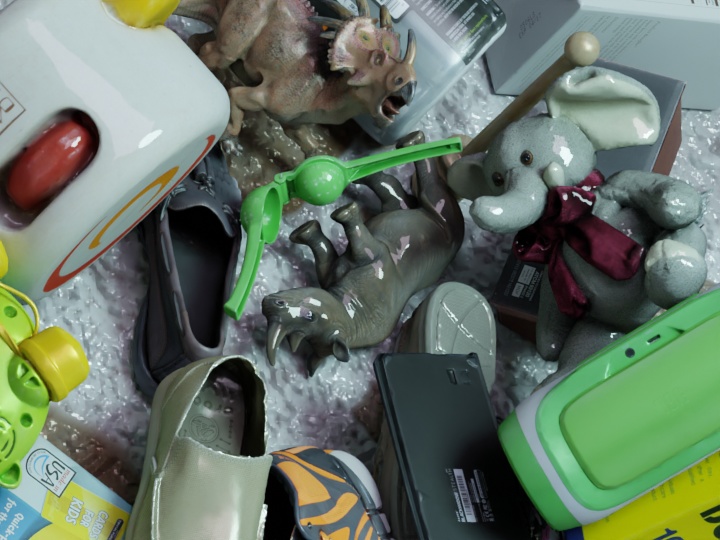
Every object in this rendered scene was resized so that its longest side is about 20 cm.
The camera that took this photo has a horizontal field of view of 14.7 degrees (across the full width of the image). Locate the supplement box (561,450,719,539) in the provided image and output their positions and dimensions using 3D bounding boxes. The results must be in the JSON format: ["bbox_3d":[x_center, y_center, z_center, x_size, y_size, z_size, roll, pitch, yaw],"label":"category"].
[{"bbox_3d":[0.230,0.133,1.700,0.109,0.199,0.110,52,19,-37],"label":"supplement box"}]

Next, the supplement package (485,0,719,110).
[{"bbox_3d":[0.193,-0.198,1.975,0.199,0.121,0.120,3,61,-31],"label":"supplement package"}]

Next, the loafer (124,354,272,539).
[{"bbox_3d":[-0.089,0.128,1.580,0.075,0.068,0.201,14,51,-21],"label":"loafer"}]

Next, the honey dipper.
[{"bbox_3d":[0.098,-0.099,1.806,0.038,0.200,0.038,16,56,-25],"label":"honey dipper"}]

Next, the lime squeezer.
[{"bbox_3d":[-0.029,-0.043,1.730,0.200,0.071,0.038,-36,121,-27],"label":"lime squeezer"}]

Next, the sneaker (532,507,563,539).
[{"bbox_3d":[0.117,0.197,1.739,0.086,0.080,0.201,28,44,-47],"label":"sneaker"}]

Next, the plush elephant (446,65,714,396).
[{"bbox_3d":[0.133,-0.034,1.750,0.155,0.165,0.200,36,40,-4],"label":"plush elephant"}]

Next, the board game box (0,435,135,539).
[{"bbox_3d":[-0.149,0.211,1.570,0.200,0.047,0.151,38,50,-7],"label":"board game box"}]

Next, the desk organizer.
[{"bbox_3d":[0.157,-0.036,1.884,0.071,0.077,0.201,16,65,15],"label":"desk organizer"}]

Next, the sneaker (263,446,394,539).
[{"bbox_3d":[-0.013,0.192,1.627,0.112,0.078,0.200,8,44,-58],"label":"sneaker"}]

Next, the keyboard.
[{"bbox_3d":[0.066,0.144,1.684,0.104,0.040,0.201,3,58,-30],"label":"keyboard"}]

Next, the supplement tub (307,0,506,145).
[{"bbox_3d":[-0.011,-0.191,1.844,0.200,0.123,0.123,44,49,-1],"label":"supplement tub"}]

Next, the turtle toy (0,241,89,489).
[{"bbox_3d":[-0.253,0.045,1.566,0.146,0.101,0.200,-36,82,-17],"label":"turtle toy"}]

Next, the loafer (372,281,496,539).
[{"bbox_3d":[0.043,0.106,1.747,0.072,0.063,0.201,25,58,-25],"label":"loafer"}]

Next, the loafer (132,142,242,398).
[{"bbox_3d":[-0.099,-0.014,1.722,0.072,0.063,0.201,16,56,-24],"label":"loafer"}]

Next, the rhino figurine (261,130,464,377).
[{"bbox_3d":[0.000,0.000,1.776,0.088,0.060,0.200,56,49,-15],"label":"rhino figurine"}]

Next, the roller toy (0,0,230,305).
[{"bbox_3d":[-0.181,-0.086,1.632,0.140,0.200,0.182,47,55,2],"label":"roller toy"}]

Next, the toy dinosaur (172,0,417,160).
[{"bbox_3d":[-0.048,-0.145,1.764,0.200,0.136,0.086,41,25,11],"label":"toy dinosaur"}]

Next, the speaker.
[{"bbox_3d":[0.183,0.073,1.640,0.089,0.200,0.088,57,9,-14],"label":"speaker"}]
